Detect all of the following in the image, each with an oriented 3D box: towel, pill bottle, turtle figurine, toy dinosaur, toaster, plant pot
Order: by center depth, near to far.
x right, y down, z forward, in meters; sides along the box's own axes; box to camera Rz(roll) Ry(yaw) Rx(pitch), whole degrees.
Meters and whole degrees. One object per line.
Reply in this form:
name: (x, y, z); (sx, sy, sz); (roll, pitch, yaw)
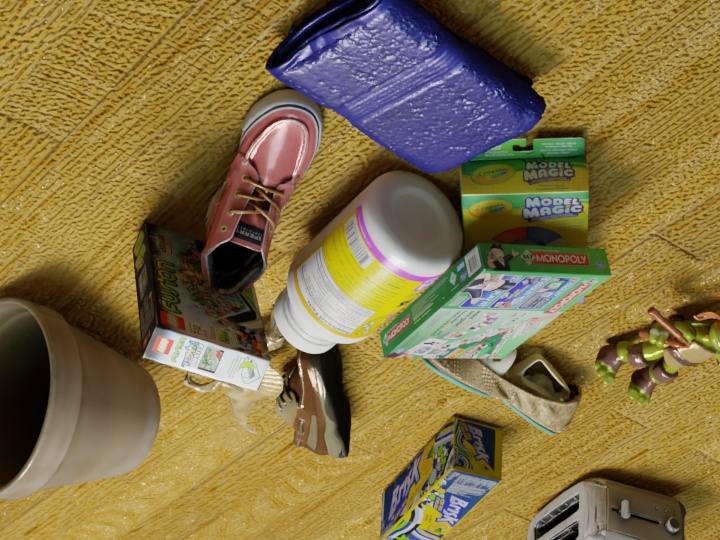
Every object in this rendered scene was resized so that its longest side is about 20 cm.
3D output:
towel: (0.040, -0.160, 1.383); (0.199, 0.050, 0.147); (31, 143, -33)
pill bottle: (0.000, 0.000, 1.551); (0.104, 0.105, 0.200); (22, 140, -24)
turtle figurine: (0.312, 0.075, 1.665); (0.199, 0.065, 0.161); (20, 149, -35)
plant pot: (-0.307, 0.140, 1.720); (0.199, 0.201, 0.173); (-28, 152, 35)
toy dinosaur: (-0.131, 0.115, 1.742); (0.100, 0.058, 0.201); (18, 134, -2)
toaster: (0.282, 0.324, 1.969); (0.129, 0.114, 0.200); (22, 142, -18)

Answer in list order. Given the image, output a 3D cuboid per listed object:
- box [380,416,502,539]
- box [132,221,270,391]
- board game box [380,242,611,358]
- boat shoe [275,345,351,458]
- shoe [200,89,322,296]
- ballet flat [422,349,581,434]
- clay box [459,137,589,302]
box: (0.090, 0.247, 1.910); (0.064, 0.070, 0.200); (17, 142, -17)
box: (-0.148, 0.030, 1.528); (0.109, 0.200, 0.035); (18, 114, -20)
board game box: (0.120, 0.032, 1.539); (0.134, 0.029, 0.200); (1, 155, -28)
boat shoe: (-0.055, 0.139, 1.772); (0.073, 0.076, 0.201); (1, 143, 8)
shoe: (-0.088, -0.063, 1.477); (0.071, 0.091, 0.200); (16, 138, -17)
ballet flat: (0.152, 0.104, 1.731); (0.199, 0.071, 0.065); (27, 110, -33)
clay box: (0.150, -0.042, 1.529); (0.114, 0.048, 0.201); (-2, 145, 5)
